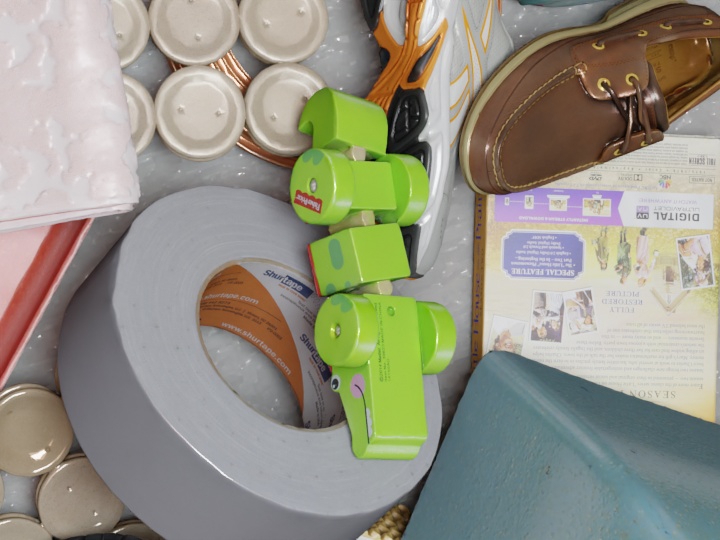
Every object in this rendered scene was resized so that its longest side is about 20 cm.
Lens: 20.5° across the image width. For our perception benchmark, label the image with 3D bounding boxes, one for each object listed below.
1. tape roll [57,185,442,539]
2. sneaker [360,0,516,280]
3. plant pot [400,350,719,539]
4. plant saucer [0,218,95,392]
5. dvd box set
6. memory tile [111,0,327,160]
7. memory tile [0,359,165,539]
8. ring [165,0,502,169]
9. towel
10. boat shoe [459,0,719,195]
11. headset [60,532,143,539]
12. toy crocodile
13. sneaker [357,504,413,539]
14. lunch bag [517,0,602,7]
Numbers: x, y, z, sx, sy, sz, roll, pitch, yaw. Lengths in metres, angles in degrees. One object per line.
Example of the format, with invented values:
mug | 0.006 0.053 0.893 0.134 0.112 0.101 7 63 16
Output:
tape roll | -0.056 0.055 1.046 0.200 0.066 0.201 23 44 -25
sneaker | 0.050 -0.094 1.097 0.092 0.076 0.201 4 92 -39
plant pot | 0.147 0.186 1.040 0.196 0.200 0.197 19 99 -28
plant saucer | -0.260 -0.025 1.082 0.199 0.037 0.201 29 85 -10
dvd box set | 0.137 0.019 1.158 0.145 0.029 0.201 1 90 -11
memory tile | -0.115 -0.133 1.080 0.199 0.017 0.154 -4 87 -13
memory tile | -0.173 0.140 1.093 0.200 0.017 0.154 -39 114 -8
ring | -0.018 -0.155 1.133 0.199 0.019 0.202 0 92 -11
towel | -0.219 -0.115 1.029 0.190 0.032 0.201 -9 87 5
boat shoe | 0.137 -0.098 1.098 0.200 0.067 0.072 -31 124 -33
headset | -0.105 0.206 1.050 0.199 0.094 0.124 -1 61 15
toy crocodile | 0.000 0.000 1.033 0.067 0.062 0.201 0 76 -39
sneaker | -0.053 0.158 1.095 0.199 0.075 0.090 21 103 -18
lunch bag | 0.185 -0.202 1.097 0.199 0.160 0.078 -15 94 -9
